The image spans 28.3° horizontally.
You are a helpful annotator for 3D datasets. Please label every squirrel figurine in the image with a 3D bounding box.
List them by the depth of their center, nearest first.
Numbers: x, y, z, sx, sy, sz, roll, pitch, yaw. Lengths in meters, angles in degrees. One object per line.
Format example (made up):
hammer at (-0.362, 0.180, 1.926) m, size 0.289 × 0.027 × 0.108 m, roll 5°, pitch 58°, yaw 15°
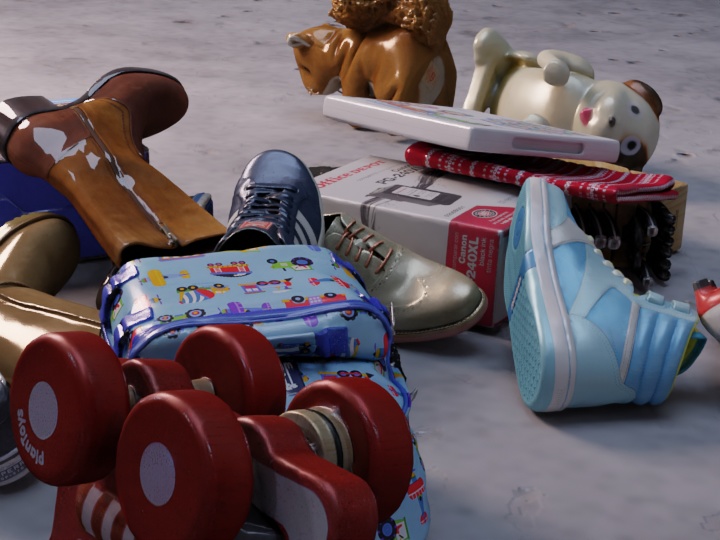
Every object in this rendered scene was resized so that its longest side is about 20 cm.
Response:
squirrel figurine at (0.010, -0.273, 1.699) m, size 0.186 × 0.201 × 0.141 m, roll 23°, pitch 31°, yaw 26°

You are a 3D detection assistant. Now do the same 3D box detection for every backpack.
backpack at (-0.053, 0.083, 0.775) m, size 0.182 × 0.135 × 0.200 m, roll -3°, pitch 23°, yaw -13°

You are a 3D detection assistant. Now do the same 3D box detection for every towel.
towel at (0.153, -0.085, 1.211) m, size 0.199 × 0.023 × 0.144 m, roll 14°, pitch 12°, yaw 32°

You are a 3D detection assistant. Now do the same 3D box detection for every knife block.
knife block at (0.200, -0.044, 1.264) m, size 0.175 × 0.064 × 0.200 m, roll -14°, pitch 25°, yaw -41°

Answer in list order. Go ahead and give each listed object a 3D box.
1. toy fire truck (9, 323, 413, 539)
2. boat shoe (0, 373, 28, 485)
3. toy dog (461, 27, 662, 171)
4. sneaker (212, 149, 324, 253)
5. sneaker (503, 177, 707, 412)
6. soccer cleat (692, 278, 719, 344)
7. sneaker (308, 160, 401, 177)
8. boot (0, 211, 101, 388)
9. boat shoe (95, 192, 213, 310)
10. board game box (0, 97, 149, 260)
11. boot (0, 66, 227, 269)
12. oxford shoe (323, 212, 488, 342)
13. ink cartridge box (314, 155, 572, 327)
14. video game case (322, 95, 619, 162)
toy fire truck at (-0.072, 0.119, 0.618) m, size 0.112 × 0.169 × 0.200 m, roll -1°, pitch 15°, yaw -44°
boat shoe at (-0.267, 0.065, 0.877) m, size 0.072 × 0.068 × 0.200 m, roll -36°, pitch 39°, yaw -24°
toy dog at (0.220, -0.154, 1.523) m, size 0.200 × 0.140 × 0.194 m, roll 17°, pitch -13°, yaw 40°
sneaker at (-0.068, -0.022, 1.008) m, size 0.075 × 0.085 × 0.201 m, roll -3°, pitch 53°, yaw 6°
sneaker at (0.173, 0.019, 1.008) m, size 0.130 × 0.080 × 0.200 m, roll 5°, pitch 50°, yaw -6°
soccer cleat at (0.292, 0.044, 1.034) m, size 0.068 × 0.085 × 0.200 m, roll -25°, pitch -14°, yaw 21°
sneaker at (-0.029, -0.066, 1.310) m, size 0.104 × 0.060 × 0.200 m, roll 1°, pitch 15°, yaw 12°
boot at (-0.201, 0.034, 0.993) m, size 0.200 × 0.066 × 0.175 m, roll 14°, pitch 41°, yaw 33°
boat shoe at (-0.161, -0.015, 1.134) m, size 0.072 × 0.073 × 0.200 m, roll 2°, pitch 19°, yaw 4°
board game box at (-0.294, -0.081, 1.269) m, size 0.159 × 0.097 × 0.200 m, roll -8°, pitch 22°, yaw -27°
boot at (-0.164, -0.084, 1.113) m, size 0.200 × 0.069 × 0.188 m, roll 38°, pitch 31°, yaw 31°
oxford shoe at (0.000, 0.000, 1.073) m, size 0.199 × 0.074 × 0.071 m, roll 11°, pitch 48°, yaw 27°
ink cartridge box at (0.053, -0.029, 1.176) m, size 0.199 × 0.084 × 0.145 m, roll 13°, pitch 22°, yaw 28°
video game case at (0.096, -0.126, 1.262) m, size 0.182 × 0.024 × 0.200 m, roll 0°, pitch 13°, yaw -39°
